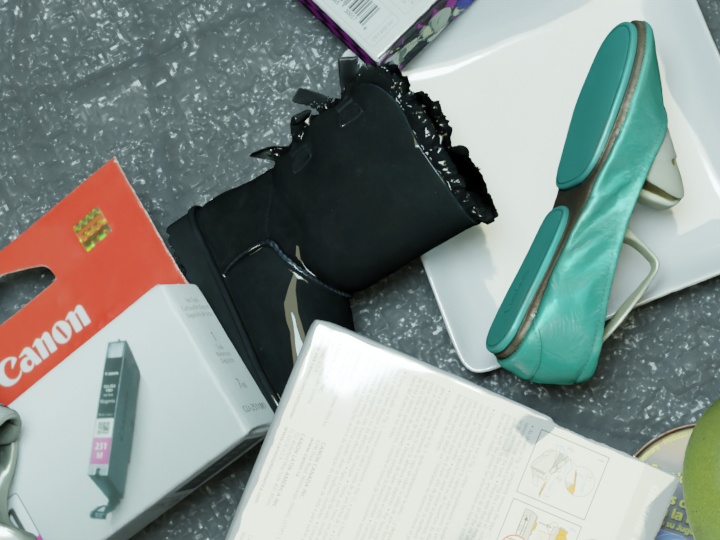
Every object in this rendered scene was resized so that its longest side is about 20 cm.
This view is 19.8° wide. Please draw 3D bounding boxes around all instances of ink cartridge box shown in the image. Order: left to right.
[{"bbox_3d":[-0.166,0.065,1.102,0.200,0.043,0.174,-37,77,20],"label":"ink cartridge box"},{"bbox_3d":[0.038,0.136,1.038,0.199,0.050,0.162,23,88,2],"label":"ink cartridge box"}]

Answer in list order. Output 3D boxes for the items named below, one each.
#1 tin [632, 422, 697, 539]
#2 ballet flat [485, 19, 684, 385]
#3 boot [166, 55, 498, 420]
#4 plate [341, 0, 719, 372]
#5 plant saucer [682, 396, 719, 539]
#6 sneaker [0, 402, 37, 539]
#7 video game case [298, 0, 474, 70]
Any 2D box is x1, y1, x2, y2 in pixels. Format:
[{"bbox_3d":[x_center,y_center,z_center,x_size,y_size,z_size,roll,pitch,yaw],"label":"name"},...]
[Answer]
[{"bbox_3d":[0.227,0.150,1.087,0.199,0.042,0.113,18,84,8],"label":"tin"},{"bbox_3d":[0.131,-0.031,1.095,0.070,0.067,0.201,24,81,-15],"label":"ballet flat"},{"bbox_3d":[0.001,0.001,1.102,0.162,0.073,0.199,-35,73,14],"label":"boot"},{"bbox_3d":[0.114,-0.067,1.145,0.198,0.032,0.201,-22,77,0],"label":"plate"},{"bbox_3d":[0.256,0.124,1.022,0.198,0.031,0.201,12,46,-13],"label":"plant saucer"},{"bbox_3d":[-0.221,0.074,1.076,0.088,0.074,0.201,-26,74,9],"label":"sneaker"},{"bbox_3d":[0.011,-0.234,1.172,0.181,0.036,0.200,-44,68,-5],"label":"video game case"}]
